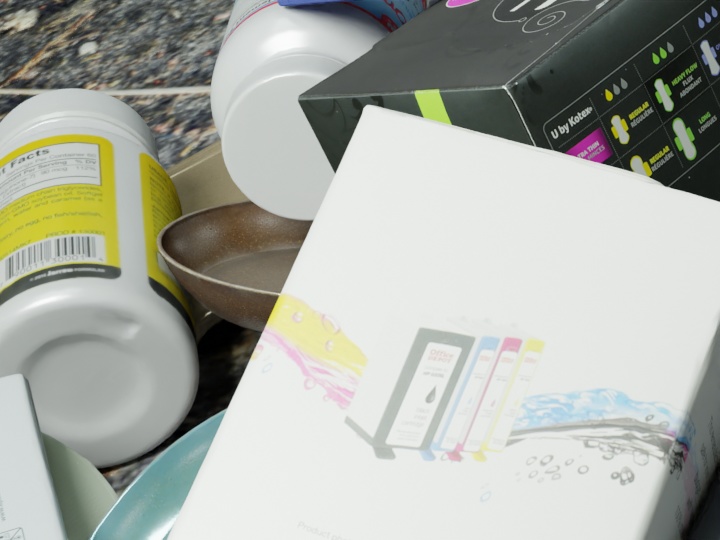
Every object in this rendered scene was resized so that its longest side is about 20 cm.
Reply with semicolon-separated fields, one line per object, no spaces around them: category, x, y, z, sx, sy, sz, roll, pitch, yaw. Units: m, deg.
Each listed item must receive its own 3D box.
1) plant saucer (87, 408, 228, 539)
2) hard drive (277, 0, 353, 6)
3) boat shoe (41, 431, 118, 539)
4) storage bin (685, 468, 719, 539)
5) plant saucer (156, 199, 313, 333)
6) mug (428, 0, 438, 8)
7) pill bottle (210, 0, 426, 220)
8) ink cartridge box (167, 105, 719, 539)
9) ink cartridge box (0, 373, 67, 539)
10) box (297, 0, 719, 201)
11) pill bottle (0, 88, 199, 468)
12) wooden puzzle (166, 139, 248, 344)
plant saucer;-0.049;0.139;0.895;0.200;0.027;0.201;-28;40;26
hard drive;0.043;-0.162;1.056;0.132;0.025;0.200;-27;13;-14
boat shoe;-0.174;0.112;1.049;0.070;0.072;0.201;-34;49;-31
storage bin;0.176;0.117;0.706;0.134;0.146;0.200;-2;34;33
plant saucer;0.000;0.000;1.104;0.199;0.032;0.200;1;16;0
mug;0.110;-0.129;1.152;0.147;0.200;0.176;23;42;-1
pill bottle;-0.022;-0.108;1.200;0.108;0.109;0.200;-16;26;12
ink cartridge box;0.040;0.076;0.755;0.144;0.147;0.200;17;69;19
ink cartridge box;-0.218;0.135;0.932;0.199;0.041;0.200;-12;37;-10
box;0.096;-0.019;0.927;0.124;0.200;0.148;-38;21;-27
pill bottle;-0.145;-0.002;1.159;0.114;0.114;0.200;-19;37;6
wooden puzzle;-0.055;-0.034;1.272;0.200;0.037;0.185;-35;30;-15
